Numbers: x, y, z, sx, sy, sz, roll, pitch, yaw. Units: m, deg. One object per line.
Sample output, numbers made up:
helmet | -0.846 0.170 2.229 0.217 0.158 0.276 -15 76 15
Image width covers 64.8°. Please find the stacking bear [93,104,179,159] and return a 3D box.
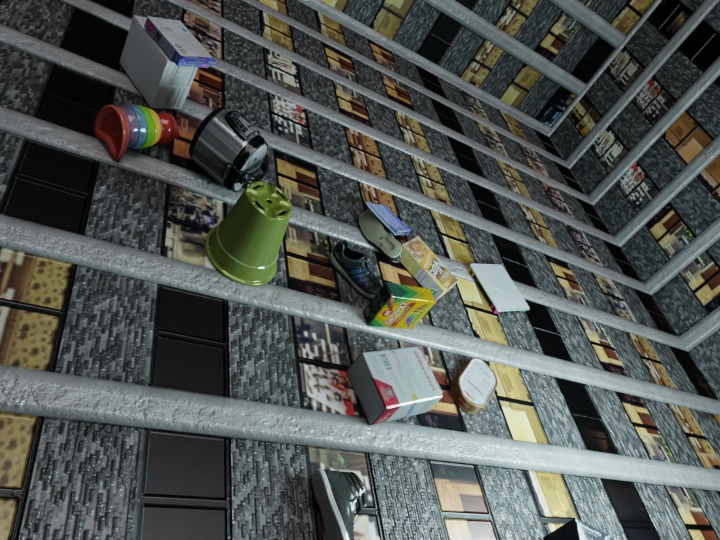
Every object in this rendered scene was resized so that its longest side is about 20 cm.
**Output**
stacking bear | -0.561 -0.368 1.469 0.122 0.115 0.198 48 32 13

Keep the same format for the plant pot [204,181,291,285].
plant pot | -0.256 -0.104 1.384 0.195 0.191 0.204 23 39 -20

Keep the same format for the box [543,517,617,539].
box | 0.534 0.713 1.282 0.196 0.125 0.200 29 34 -14

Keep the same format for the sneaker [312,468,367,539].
sneaker | -0.020 0.470 1.081 0.096 0.072 0.204 4 44 -32

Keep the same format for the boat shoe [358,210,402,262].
boat shoe | 0.062 -0.105 1.799 0.201 0.071 0.068 50 0 25

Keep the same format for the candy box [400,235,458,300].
candy box | 0.212 -0.009 1.821 0.201 0.056 0.114 48 36 12

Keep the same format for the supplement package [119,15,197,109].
supplement package | -0.586 -0.598 1.645 0.109 0.157 0.202 -15 61 -51

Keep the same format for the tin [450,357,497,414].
tin | 0.319 0.317 1.586 0.111 0.042 0.199 41 35 10

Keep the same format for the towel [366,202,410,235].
towel | 0.095 -0.171 1.862 0.145 0.024 0.199 46 14 9

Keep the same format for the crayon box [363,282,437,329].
crayon box | 0.119 0.100 1.558 0.194 0.128 0.052 7 45 -36

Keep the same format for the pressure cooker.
pressure cooker | -0.344 -0.318 1.552 0.198 0.179 0.178 38 74 0

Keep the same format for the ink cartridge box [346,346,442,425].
ink cartridge box | 0.085 0.276 1.376 0.195 0.083 0.148 2 49 -41

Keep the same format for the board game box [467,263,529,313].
board game box | 0.491 0.065 2.021 0.195 0.026 0.204 2 50 -41

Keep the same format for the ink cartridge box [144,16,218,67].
ink cartridge box | -0.499 -0.627 1.585 0.200 0.042 0.118 47 34 14

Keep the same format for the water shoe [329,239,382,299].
water shoe | 0.000 0.000 1.599 0.198 0.079 0.072 39 35 -1
